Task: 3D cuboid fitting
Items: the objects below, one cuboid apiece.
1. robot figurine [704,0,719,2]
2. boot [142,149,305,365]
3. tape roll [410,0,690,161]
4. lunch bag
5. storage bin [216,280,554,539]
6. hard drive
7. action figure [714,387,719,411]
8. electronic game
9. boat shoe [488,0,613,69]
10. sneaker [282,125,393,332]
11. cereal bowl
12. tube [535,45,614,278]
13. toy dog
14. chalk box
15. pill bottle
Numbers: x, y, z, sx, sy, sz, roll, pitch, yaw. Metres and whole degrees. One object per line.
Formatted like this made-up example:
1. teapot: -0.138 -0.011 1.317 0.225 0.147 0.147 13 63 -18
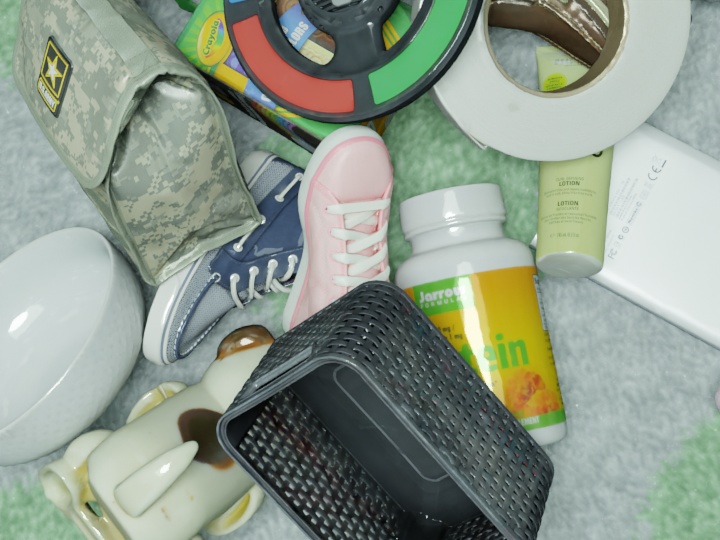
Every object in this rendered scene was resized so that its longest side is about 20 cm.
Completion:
1. robot figurine: 0.230 -0.279 0.808 0.200 0.150 0.125 12 53 7
2. boot: -0.087 -0.002 0.819 0.090 0.073 0.200 23 71 14
3. tape roll: 0.137 -0.179 0.750 0.202 0.037 0.203 -1 103 -6
4. lunch bag: -0.168 -0.115 0.744 0.117 0.200 0.164 -31 58 -13
5. storage bin: 0.020 0.124 0.704 0.135 0.094 0.200 -33 105 34
6. hard drive: 0.256 -0.029 0.834 0.200 0.025 0.132 29 88 7
7. action figure: 0.389 0.051 0.796 0.149 0.134 0.200 8 69 47
8. electronic game: -0.008 -0.202 0.718 0.200 0.042 0.201 -1 88 24
9. boat shoe: 0.120 -0.214 0.817 0.075 0.075 0.202 -45 77 -8
10. sneaker: 0.000 0.000 0.768 0.075 0.105 0.201 -8 127 -30
11. cereal bowl: -0.246 0.068 0.816 0.200 0.083 0.200 -21 43 21
12. tube: 0.168 -0.094 0.814 0.058 0.052 0.200 16 68 -18
13. toy dog: -0.121 0.126 0.783 0.140 0.194 0.200 43 55 16
14. chalk box: -0.061 -0.183 0.829 0.200 0.125 0.124 32 89 6
15. pill bottle: 0.087 0.039 0.801 0.111 0.111 0.200 -11 84 4
